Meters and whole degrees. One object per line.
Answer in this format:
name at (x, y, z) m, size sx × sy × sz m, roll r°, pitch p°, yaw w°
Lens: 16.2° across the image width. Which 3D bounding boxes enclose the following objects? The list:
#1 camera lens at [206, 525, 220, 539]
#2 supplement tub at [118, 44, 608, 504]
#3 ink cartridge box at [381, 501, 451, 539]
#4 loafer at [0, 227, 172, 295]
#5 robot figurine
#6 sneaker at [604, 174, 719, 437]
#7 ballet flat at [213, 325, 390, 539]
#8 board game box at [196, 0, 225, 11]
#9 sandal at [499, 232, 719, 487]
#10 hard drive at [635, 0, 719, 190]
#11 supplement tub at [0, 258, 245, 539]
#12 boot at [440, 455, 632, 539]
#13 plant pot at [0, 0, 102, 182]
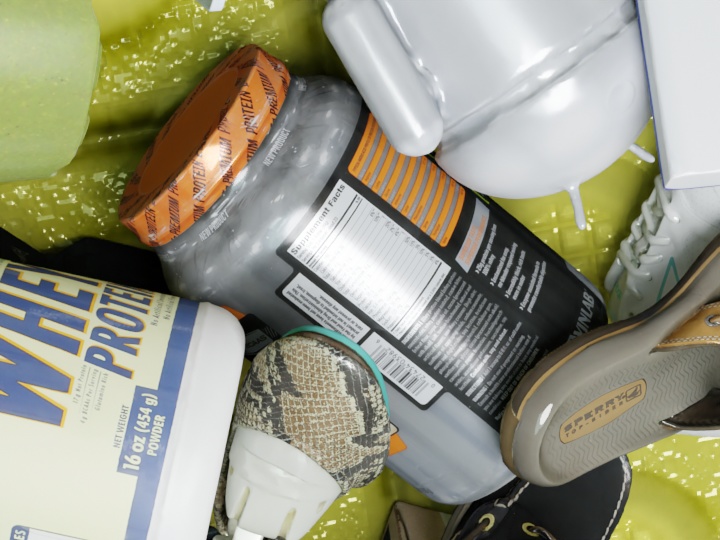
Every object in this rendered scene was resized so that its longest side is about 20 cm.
camera lens at (-0.103, 0.223, 1.148) m, size 0.159 × 0.160 × 0.201 m, roll 24°, pitch 105°, yaw -13°
supplement tub at (0.000, 0.000, 1.101) m, size 0.200 × 0.123 × 0.123 m, roll 39°, pitch 102°, yaw -16°
ink cartridge box at (0.087, 0.218, 1.211) m, size 0.199 × 0.075 × 0.166 m, roll 16°, pitch 106°, yaw -10°
loafer at (-0.168, 0.018, 1.120) m, size 0.198 × 0.073 × 0.073 m, roll 16°, pitch 112°, yaw -9°
robot figurine at (0.053, -0.114, 1.059) m, size 0.169 × 0.113 × 0.201 m, roll -38°, pitch 95°, yaw -35°
sneaker at (0.148, -0.003, 1.131) m, size 0.080 × 0.071 × 0.202 m, roll -5°, pitch 123°, yaw 6°
ballet flat at (-0.032, 0.085, 1.051) m, size 0.068 × 0.200 × 0.076 m, roll 31°, pitch 72°, yaw 1°
board game box at (-0.074, -0.220, 0.979) m, size 0.026 × 0.200 × 0.202 m, roll -6°, pitch 110°, yaw -17°
sandal at (0.149, 0.034, 1.060) m, size 0.199 × 0.055 × 0.082 m, roll -29°, pitch 131°, yaw -17°
hard drive at (0.174, -0.137, 1.027) m, size 0.131 × 0.025 × 0.202 m, roll -5°, pitch 77°, yaw -6°
supplement tub at (-0.156, 0.066, 1.024) m, size 0.198 × 0.145 × 0.146 m, roll 12°, pitch 108°, yaw -4°
boot at (0.078, 0.137, 1.062) m, size 0.200 × 0.150 × 0.073 m, roll -45°, pitch 101°, yaw -26°
plant pot at (-0.207, -0.104, 1.024) m, size 0.188 × 0.200 × 0.202 m, roll 5°, pitch 109°, yaw -19°
